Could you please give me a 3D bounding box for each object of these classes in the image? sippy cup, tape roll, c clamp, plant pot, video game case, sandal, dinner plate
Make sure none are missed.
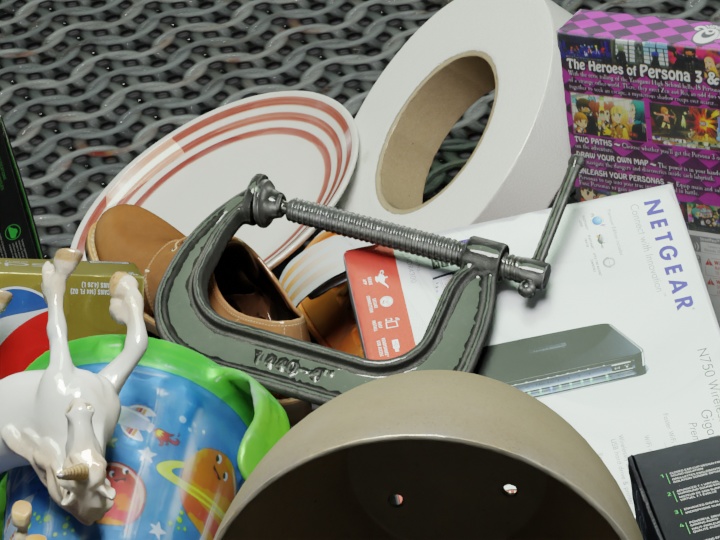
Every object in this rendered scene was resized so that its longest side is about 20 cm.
[{"bbox_3d":[-0.120,0.124,1.348,0.139,0.178,0.131,17,43,-8],"label":"sippy cup"},{"bbox_3d":[0.055,-0.072,1.577,0.203,0.037,0.203,-40,34,34],"label":"tape roll"},{"bbox_3d":[0.000,0.000,1.399,0.199,0.027,0.171,10,60,13],"label":"c clamp"},{"bbox_3d":[0.035,0.123,1.224,0.199,0.201,0.135,-5,28,9],"label":"plant pot"},{"bbox_3d":[0.207,-0.044,1.457,0.199,0.182,0.036,9,34,30],"label":"video game case"},{"bbox_3d":[-0.005,0.029,1.489,0.059,0.079,0.207,22,19,-31],"label":"sandal"},{"bbox_3d":[-0.087,-0.035,1.655,0.199,0.024,0.201,-20,35,15],"label":"dinner plate"}]

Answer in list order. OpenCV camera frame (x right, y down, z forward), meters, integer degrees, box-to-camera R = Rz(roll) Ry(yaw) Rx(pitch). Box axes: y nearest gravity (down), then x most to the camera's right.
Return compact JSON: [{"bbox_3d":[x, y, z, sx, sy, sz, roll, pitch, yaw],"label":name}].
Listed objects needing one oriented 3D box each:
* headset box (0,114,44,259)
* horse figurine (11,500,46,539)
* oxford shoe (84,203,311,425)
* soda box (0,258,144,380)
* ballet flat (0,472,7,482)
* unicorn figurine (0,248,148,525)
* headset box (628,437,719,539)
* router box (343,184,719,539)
[{"bbox_3d":[-0.265,-0.034,1.600,0.092,0.175,0.200,-24,32,-19],"label":"headset box"},{"bbox_3d":[-0.162,0.190,1.189,0.050,0.133,0.200,6,18,10],"label":"horse figurine"},{"bbox_3d":[-0.083,0.005,1.477,0.071,0.072,0.200,-13,34,-34],"label":"oxford shoe"},{"bbox_3d":[-0.213,0.029,1.411,0.199,0.068,0.064,2,7,-9],"label":"soda box"},{"bbox_3d":[-0.149,0.075,1.497,0.199,0.068,0.067,-4,26,-8],"label":"ballet flat"},{"bbox_3d":[-0.154,0.061,1.292,0.200,0.074,0.138,-22,55,50],"label":"unicorn figurine"},{"bbox_3d":[0.224,0.146,1.212,0.173,0.093,0.200,-13,31,-2],"label":"headset box"},{"bbox_3d":[0.096,0.061,1.383,0.179,0.049,0.201,-12,52,-2],"label":"router box"}]
